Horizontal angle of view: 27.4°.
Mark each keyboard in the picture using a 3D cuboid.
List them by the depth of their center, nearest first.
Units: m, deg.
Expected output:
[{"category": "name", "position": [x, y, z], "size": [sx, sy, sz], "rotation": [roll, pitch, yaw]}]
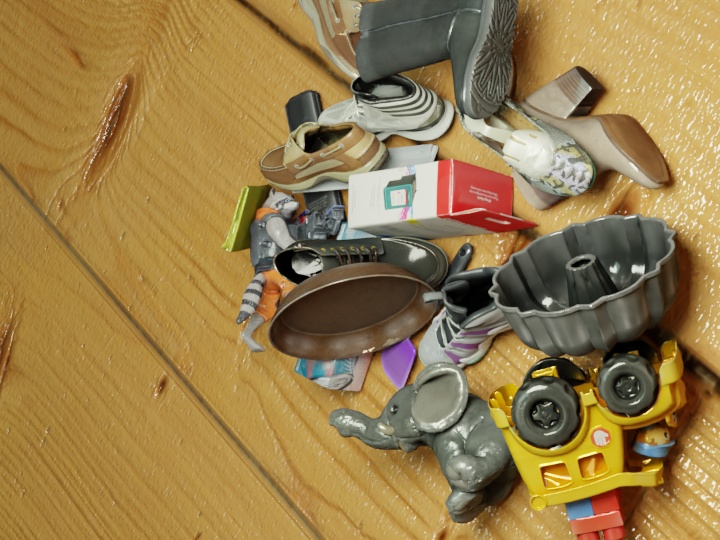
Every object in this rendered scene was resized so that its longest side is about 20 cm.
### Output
[{"category": "keyboard", "position": [0.003, -0.125, 1.840], "size": [0.199, 0.011, 0.056], "rotation": [-3, 57, 33]}]

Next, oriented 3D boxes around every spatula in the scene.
[{"category": "spatula", "position": [0.080, 0.050, 1.770], "size": [0.200, 0.021, 0.057], "rotation": [-58, 47, 17]}]

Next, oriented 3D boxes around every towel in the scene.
[{"category": "towel", "position": [-0.144, -0.069, 1.900], "size": [0.018, 0.200, 0.086], "rotation": [15, 95, 4]}]

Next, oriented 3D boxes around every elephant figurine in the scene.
[{"category": "elephant figurine", "position": [0.090, 0.170, 1.660], "size": [0.200, 0.155, 0.142], "rotation": [47, 137, 27]}]

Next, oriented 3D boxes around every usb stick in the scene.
[{"category": "usb stick", "position": [-0.058, -0.140, 1.922], "size": [0.055, 0.033, 0.201], "rotation": [-24, 67, 31]}]

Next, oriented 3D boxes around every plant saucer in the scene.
[{"category": "plant saucer", "position": [-0.011, 0.043, 1.703], "size": [0.200, 0.200, 0.035], "rotation": [-34, 56, 34]}]

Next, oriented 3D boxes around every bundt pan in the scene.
[{"category": "bundt pan", "position": [0.239, 0.022, 1.530], "size": [0.201, 0.202, 0.076], "rotation": [-2, 120, 43]}]

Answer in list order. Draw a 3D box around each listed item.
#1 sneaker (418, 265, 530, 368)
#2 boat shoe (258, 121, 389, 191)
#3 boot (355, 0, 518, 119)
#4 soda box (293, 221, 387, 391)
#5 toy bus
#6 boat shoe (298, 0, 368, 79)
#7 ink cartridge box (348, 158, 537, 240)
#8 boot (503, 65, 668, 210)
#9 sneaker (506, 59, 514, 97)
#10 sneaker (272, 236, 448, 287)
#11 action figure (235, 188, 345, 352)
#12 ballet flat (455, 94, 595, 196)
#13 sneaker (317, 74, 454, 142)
[{"category": "sneaker", "position": [0.108, 0.047, 1.662], "size": [0.200, 0.140, 0.078], "rotation": [-39, 60, 32]}, {"category": "boat shoe", "position": [-0.053, -0.151, 1.824], "size": [0.200, 0.074, 0.076], "rotation": [-4, 46, 44]}, {"category": "boot", "position": [0.073, -0.237, 1.655], "size": [0.199, 0.066, 0.165], "rotation": [0, 65, 39]}, {"category": "soda box", "position": [-0.011, 0.045, 1.822], "size": [0.063, 0.068, 0.201], "rotation": [23, 98, 40]}, {"category": "toy bus", "position": [0.252, 0.178, 1.518], "size": [0.199, 0.136, 0.193], "rotation": [-18, 92, 14]}, {"category": "boat shoe", "position": [-0.015, -0.313, 1.881], "size": [0.072, 0.076, 0.200], "rotation": [-46, 57, 26]}, {"category": "ink cartridge box", "position": [0.095, -0.081, 1.712], "size": [0.200, 0.116, 0.068], "rotation": [-6, 79, 42]}, {"category": "boot", "position": [0.237, -0.121, 1.628], "size": [0.146, 0.070, 0.200], "rotation": [-52, 52, 32]}, {"category": "sneaker", "position": [0.121, -0.279, 1.723], "size": [0.070, 0.108, 0.201], "rotation": [-8, 78, 42]}, {"category": "sneaker", "position": [0.000, 0.000, 1.719], "size": [0.199, 0.106, 0.075], "rotation": [-1, 94, 8]}, {"category": "action figure", "position": [-0.097, -0.019, 1.845], "size": [0.200, 0.104, 0.194], "rotation": [132, 143, -54]}, {"category": "ballet flat", "position": [0.168, -0.140, 1.607], "size": [0.200, 0.072, 0.072], "rotation": [44, 113, 41]}, {"category": "sneaker", "position": [0.007, -0.208, 1.804], "size": [0.200, 0.115, 0.076], "rotation": [-1, 64, 40]}]
